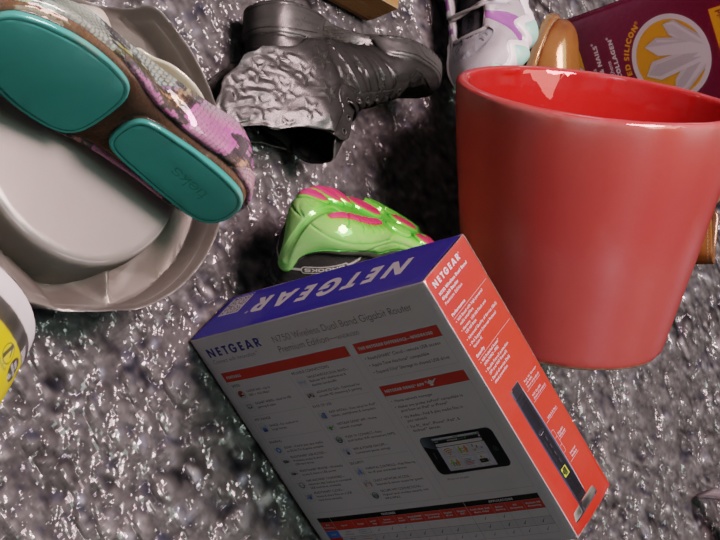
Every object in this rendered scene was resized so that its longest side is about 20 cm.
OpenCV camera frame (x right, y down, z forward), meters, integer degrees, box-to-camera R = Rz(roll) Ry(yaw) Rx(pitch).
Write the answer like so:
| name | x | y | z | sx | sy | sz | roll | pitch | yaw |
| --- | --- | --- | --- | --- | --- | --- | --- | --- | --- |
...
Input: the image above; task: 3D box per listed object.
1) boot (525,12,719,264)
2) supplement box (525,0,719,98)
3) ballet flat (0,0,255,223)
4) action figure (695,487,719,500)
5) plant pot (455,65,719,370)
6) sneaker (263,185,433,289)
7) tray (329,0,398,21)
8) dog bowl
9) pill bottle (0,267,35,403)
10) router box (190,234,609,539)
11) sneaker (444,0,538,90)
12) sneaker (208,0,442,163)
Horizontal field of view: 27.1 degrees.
| name | x | y | z | sx | sy | sz | roll | pitch | yaw |
| --- | --- | --- | --- | --- | --- | --- | --- | --- | --- |
| boot | 0.200 | -0.097 | 1.138 | 0.077 | 0.154 | 0.201 | 12 | 81 | -67 |
| supplement box | 0.235 | -0.166 | 1.188 | 0.086 | 0.199 | 0.111 | -23 | 97 | -49 |
| ballet flat | -0.131 | -0.098 | 0.797 | 0.200 | 0.069 | 0.071 | 36 | 37 | -40 |
| action figure | 0.360 | 0.269 | 1.278 | 0.200 | 0.104 | 0.194 | -13 | 79 | -50 |
| plant pot | 0.154 | -0.037 | 1.037 | 0.200 | 0.200 | 0.178 | -13 | 115 | -48 |
| sneaker | 0.000 | 0.000 | 0.995 | 0.084 | 0.077 | 0.200 | -55 | 146 | 11 |
| tray | -0.051 | -0.257 | 1.028 | 0.199 | 0.037 | 0.099 | 20 | 65 | -42 |
| dog bowl | -0.168 | -0.069 | 0.832 | 0.200 | 0.058 | 0.201 | 17 | 66 | -44 |
| pill bottle | -0.238 | 0.081 | 0.674 | 0.111 | 0.111 | 0.201 | 45 | 51 | -29 |
| router box | 0.020 | 0.083 | 0.885 | 0.049 | 0.199 | 0.180 | -48 | 114 | -42 |
| sneaker | 0.075 | -0.233 | 1.135 | 0.140 | 0.078 | 0.201 | 45 | 41 | -28 |
| sneaker | -0.024 | -0.114 | 1.003 | 0.199 | 0.060 | 0.105 | 13 | 68 | -39 |
